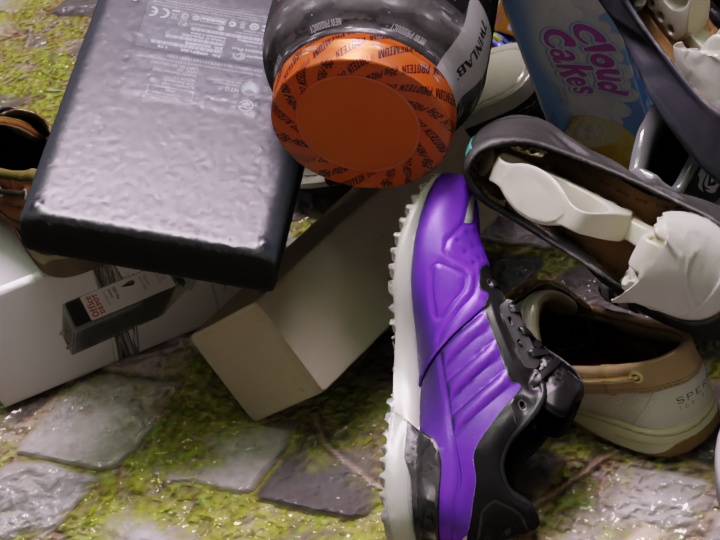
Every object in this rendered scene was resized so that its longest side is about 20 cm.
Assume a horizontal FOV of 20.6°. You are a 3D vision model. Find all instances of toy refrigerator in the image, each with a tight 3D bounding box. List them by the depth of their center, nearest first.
[{"bbox_3d":[0.000,0.000,1.152,0.076,0.070,0.200,-27,13,50],"label":"toy refrigerator"}]

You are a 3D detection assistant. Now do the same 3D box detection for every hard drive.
[{"bbox_3d":[-0.096,-0.084,1.099,0.138,0.033,0.201,10,51,3],"label":"hard drive"}]

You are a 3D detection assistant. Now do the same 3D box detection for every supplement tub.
[{"bbox_3d":[0.015,-0.150,1.078,0.122,0.123,0.201,-3,50,16],"label":"supplement tub"}]

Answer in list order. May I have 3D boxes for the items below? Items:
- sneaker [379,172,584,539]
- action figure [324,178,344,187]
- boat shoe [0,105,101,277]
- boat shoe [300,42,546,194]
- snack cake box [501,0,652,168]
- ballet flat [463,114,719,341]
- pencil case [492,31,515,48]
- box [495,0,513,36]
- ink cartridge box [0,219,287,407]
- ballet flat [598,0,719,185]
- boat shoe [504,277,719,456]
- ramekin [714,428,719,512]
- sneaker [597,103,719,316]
[{"bbox_3d":[0.067,0.047,1.018,0.099,0.070,0.202,-1,72,15],"label":"sneaker"},{"bbox_3d":[-0.056,-0.087,1.168,0.130,0.070,0.200,32,59,27],"label":"action figure"},{"bbox_3d":[-0.206,-0.068,1.190,0.072,0.068,0.200,-32,37,-24],"label":"boat shoe"},{"bbox_3d":[0.042,-0.082,1.276,0.198,0.066,0.075,-24,41,27],"label":"boat shoe"},{"bbox_3d":[0.149,-0.142,1.184,0.067,0.200,0.116,3,58,24],"label":"snack cake box"},{"bbox_3d":[0.134,-0.015,1.001,0.199,0.068,0.068,28,18,21],"label":"ballet flat"},{"bbox_3d":[0.047,-0.164,1.388,0.087,0.078,0.200,-48,35,9],"label":"pencil case"},{"bbox_3d":[0.132,-0.189,1.364,0.199,0.042,0.119,19,26,-15],"label":"box"},{"bbox_3d":[-0.161,-0.016,1.238,0.199,0.083,0.147,-22,34,-13],"label":"ink cartridge box"},{"bbox_3d":[0.173,-0.123,1.024,0.073,0.073,0.201,-25,71,-17],"label":"ballet flat"},{"bbox_3d":[0.102,0.039,1.073,0.199,0.067,0.074,12,40,34],"label":"boat shoe"},{"bbox_3d":[0.259,0.115,0.865,0.198,0.106,0.201,-10,32,6],"label":"ramekin"},{"bbox_3d":[0.205,-0.055,1.102,0.075,0.116,0.200,17,27,31],"label":"sneaker"}]
